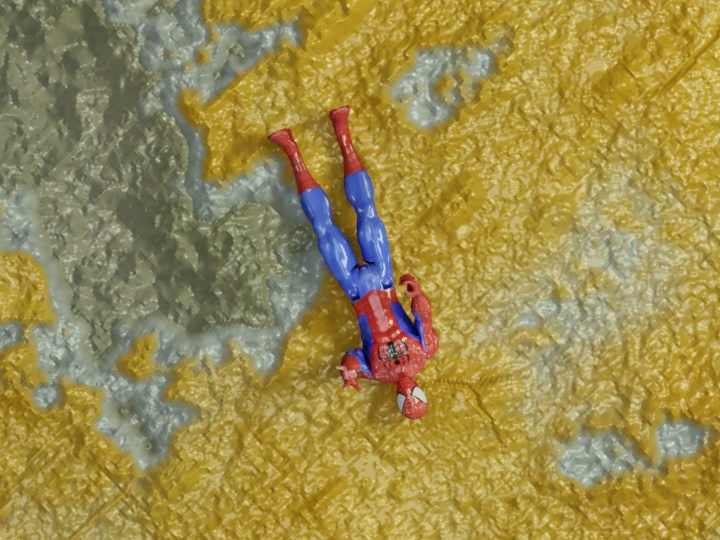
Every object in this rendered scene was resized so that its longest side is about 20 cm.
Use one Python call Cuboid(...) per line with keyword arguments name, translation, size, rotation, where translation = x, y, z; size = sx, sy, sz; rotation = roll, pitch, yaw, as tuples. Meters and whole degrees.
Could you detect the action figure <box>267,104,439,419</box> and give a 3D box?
Cuboid(name="action figure", translation=(0.000, 0.000, 1.569), size=(0.065, 0.099, 0.200), rotation=(-21, 91, 3))
